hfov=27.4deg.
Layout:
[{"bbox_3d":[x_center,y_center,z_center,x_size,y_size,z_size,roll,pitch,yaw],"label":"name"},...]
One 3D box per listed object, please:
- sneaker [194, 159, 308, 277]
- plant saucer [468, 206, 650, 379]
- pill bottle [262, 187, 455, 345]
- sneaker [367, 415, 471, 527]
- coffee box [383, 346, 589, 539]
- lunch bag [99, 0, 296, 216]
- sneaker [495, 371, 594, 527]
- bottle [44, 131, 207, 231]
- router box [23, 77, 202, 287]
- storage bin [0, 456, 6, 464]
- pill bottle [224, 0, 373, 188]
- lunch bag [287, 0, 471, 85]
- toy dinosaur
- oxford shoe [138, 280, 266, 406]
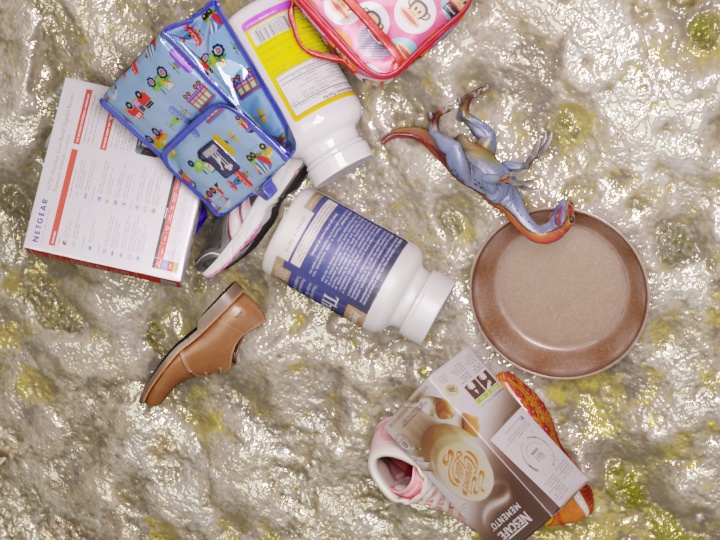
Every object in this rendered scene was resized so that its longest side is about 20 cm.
[{"bbox_3d":[-0.133,-0.086,1.682,0.086,0.080,0.200,39,102,6],"label":"sneaker"},{"bbox_3d":[0.221,0.022,1.631,0.200,0.037,0.201,5,109,15],"label":"plant saucer"},{"bbox_3d":[0.000,0.000,1.645,0.200,0.111,0.111,29,113,5],"label":"pill bottle"},{"bbox_3d":[0.091,0.255,1.709,0.200,0.105,0.075,35,112,1],"label":"sneaker"},{"bbox_3d":[0.137,0.202,1.633,0.200,0.080,0.114,47,136,10],"label":"coffee box"},{"bbox_3d":[-0.156,-0.157,1.568,0.200,0.094,0.150,51,136,-3],"label":"lunch bag"},{"bbox_3d":[0.195,0.209,1.680,0.077,0.073,0.200,-24,100,18],"label":"sneaker"},{"bbox_3d":[-0.276,-0.099,1.715,0.200,0.065,0.084,38,107,1],"label":"bottle"},{"bbox_3d":[-0.265,-0.099,1.653,0.179,0.049,0.201,13,82,-3],"label":"router box"},{"bbox_3d":[-0.578,0.303,1.865,0.200,0.199,0.094,-40,98,23],"label":"storage bin"},{"bbox_3d":[-0.066,-0.192,1.587,0.104,0.104,0.200,-31,87,23],"label":"pill bottle"},{"bbox_3d":[-0.002,-0.296,1.533,0.176,0.082,0.200,-43,92,-3],"label":"lunch bag"},{"bbox_3d":[0.146,-0.105,1.588,0.200,0.105,0.182,-19,99,55],"label":"toy dinosaur"},{"bbox_3d":[-0.191,0.105,1.759,0.071,0.071,0.200,43,113,-7],"label":"oxford shoe"}]
